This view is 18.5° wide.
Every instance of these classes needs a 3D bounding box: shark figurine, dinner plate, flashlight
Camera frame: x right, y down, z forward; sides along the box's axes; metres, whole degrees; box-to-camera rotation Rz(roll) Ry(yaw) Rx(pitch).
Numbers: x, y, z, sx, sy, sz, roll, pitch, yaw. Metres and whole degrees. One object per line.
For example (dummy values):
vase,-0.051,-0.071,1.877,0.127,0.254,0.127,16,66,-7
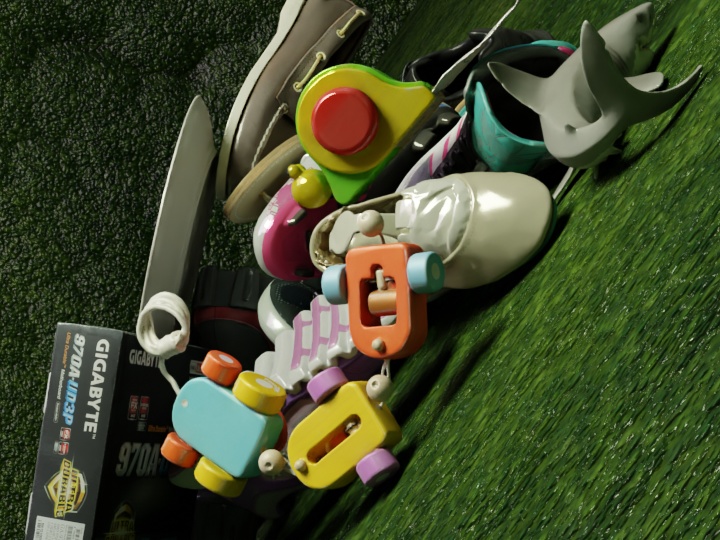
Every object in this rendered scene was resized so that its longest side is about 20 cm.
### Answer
shark figurine,0.114,-0.097,1.235,0.128,0.089,0.214,-55,4,14
dinner plate,-0.123,-0.020,1.515,0.200,0.024,0.200,13,-90,-89
flashlight,-0.092,0.099,1.501,0.068,0.068,0.200,141,138,-71

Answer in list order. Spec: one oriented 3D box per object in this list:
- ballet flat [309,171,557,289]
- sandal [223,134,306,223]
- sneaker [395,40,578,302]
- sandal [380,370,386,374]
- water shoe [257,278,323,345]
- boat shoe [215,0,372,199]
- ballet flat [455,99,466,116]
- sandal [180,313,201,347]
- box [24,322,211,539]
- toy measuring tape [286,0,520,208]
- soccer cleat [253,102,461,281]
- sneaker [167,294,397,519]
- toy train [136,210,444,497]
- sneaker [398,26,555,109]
ballet flat,0.034,-0.023,1.308,0.200,0.069,0.069,-13,40,57
sandal,-0.022,-0.050,1.548,0.078,0.070,0.212,-52,-9,16
sneaker,0.080,-0.066,1.379,0.200,0.084,0.121,-54,-4,-5
sandal,-0.021,0.066,1.559,0.082,0.055,0.200,-18,14,-14
water shoe,0.000,0.000,1.481,0.079,0.072,0.200,-51,-8,31
boat shoe,-0.048,-0.124,1.574,0.072,0.060,0.200,101,-170,-52
ballet flat,0.060,-0.048,1.595,0.200,0.069,0.063,-49,-20,29
sandal,-0.128,0.091,1.556,0.043,0.076,0.200,-16,24,35
box,-0.147,0.119,1.371,0.200,0.046,0.159,26,-108,-76
toy measuring tape,0.019,-0.122,1.360,0.200,0.074,0.074,-49,7,11
soccer cleat,-0.014,-0.055,1.460,0.200,0.086,0.070,-35,-52,-37
sneaker,-0.025,0.084,1.350,0.200,0.088,0.080,-42,19,27
toy train,-0.029,0.053,1.260,0.200,0.150,0.056,-12,-9,31
sneaker,0.051,-0.119,1.623,0.200,0.091,0.076,-42,57,30
